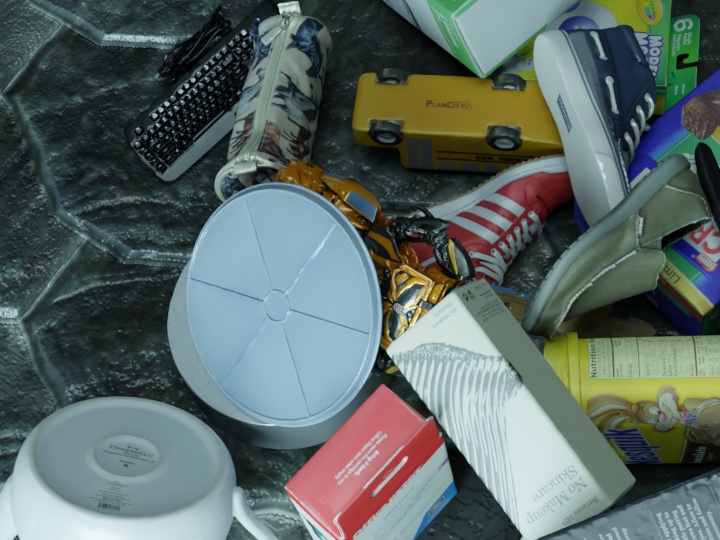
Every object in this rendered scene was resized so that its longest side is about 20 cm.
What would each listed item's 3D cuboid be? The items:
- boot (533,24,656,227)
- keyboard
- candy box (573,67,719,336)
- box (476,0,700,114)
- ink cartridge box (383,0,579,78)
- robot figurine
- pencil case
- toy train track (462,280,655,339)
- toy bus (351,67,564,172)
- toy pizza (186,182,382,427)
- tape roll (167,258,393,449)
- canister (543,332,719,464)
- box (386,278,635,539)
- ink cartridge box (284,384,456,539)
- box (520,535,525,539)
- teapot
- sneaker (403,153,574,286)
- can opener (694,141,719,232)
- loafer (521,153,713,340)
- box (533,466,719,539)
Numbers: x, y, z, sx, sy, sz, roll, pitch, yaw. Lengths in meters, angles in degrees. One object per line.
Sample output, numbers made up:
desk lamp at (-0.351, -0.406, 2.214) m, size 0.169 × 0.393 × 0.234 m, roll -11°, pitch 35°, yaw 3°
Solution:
boot at (0.219, -0.123, 1.562) m, size 0.089 × 0.073 × 0.202 m, roll -10°, pitch 69°, yaw -15°
keyboard at (-0.145, -0.182, 1.726) m, size 0.104 × 0.040 × 0.200 m, roll 41°, pitch 76°, yaw 20°
candy box at (0.311, -0.062, 1.591) m, size 0.200 × 0.077 × 0.169 m, roll -39°, pitch 65°, yaw -9°
box at (0.210, -0.204, 1.677) m, size 0.198 × 0.049 × 0.118 m, roll 4°, pitch 59°, yaw 7°
ink cartridge box at (0.100, -0.284, 1.667) m, size 0.146 × 0.084 × 0.200 m, roll -40°, pitch 42°, yaw -5°
robot figurine at (0.000, 0.000, 1.521) m, size 0.199 × 0.058 × 0.146 m, roll 34°, pitch 110°, yaw 26°
pencil case at (-0.077, -0.142, 1.644) m, size 0.077 × 0.090 × 0.201 m, roll -6°, pitch 51°, yaw 22°
toy train track at (0.154, 0.032, 1.557) m, size 0.198 × 0.116 × 0.033 m, roll 14°, pitch 22°, yaw -15°
toy bus at (0.095, -0.132, 1.649) m, size 0.198 × 0.078 × 0.066 m, roll 3°, pitch 64°, yaw 9°
toy pizza at (-0.061, 0.028, 1.509) m, size 0.199 × 0.032 × 0.203 m, roll 5°, pitch 99°, yaw 33°
tape roll at (-0.066, 0.051, 1.599) m, size 0.198 × 0.066 × 0.202 m, roll -3°, pitch 67°, yaw 7°
canister at (0.249, 0.106, 1.490) m, size 0.198 × 0.149 × 0.087 m, roll -2°, pitch 65°, yaw 5°
box at (0.115, 0.111, 1.403) m, size 0.082 × 0.068 × 0.201 m, roll -42°, pitch 80°, yaw 24°
ink cartridge box at (0.009, 0.170, 1.463) m, size 0.067 × 0.200 × 0.116 m, roll 39°, pitch 76°, yaw 21°
box at (0.166, 0.318, 1.437) m, size 0.176 × 0.097 × 0.201 m, roll 31°, pitch 74°, yaw 17°
teapot at (-0.193, 0.210, 1.509) m, size 0.196 × 0.147 × 0.200 m, roll -17°, pitch 39°, yaw -36°
sneaker at (0.122, -0.019, 1.602) m, size 0.198 × 0.071 × 0.113 m, roll -24°, pitch 62°, yaw 4°
can opener at (0.318, -0.033, 1.500) m, size 0.063 × 0.079 × 0.201 m, roll -3°, pitch 50°, yaw 0°
loafer at (0.208, -0.010, 1.453) m, size 0.200 × 0.075 × 0.070 m, roll -43°, pitch 83°, yaw -15°
box at (0.205, 0.237, 1.335) m, size 0.198 × 0.148 × 0.105 m, roll -22°, pitch 67°, yaw -2°
